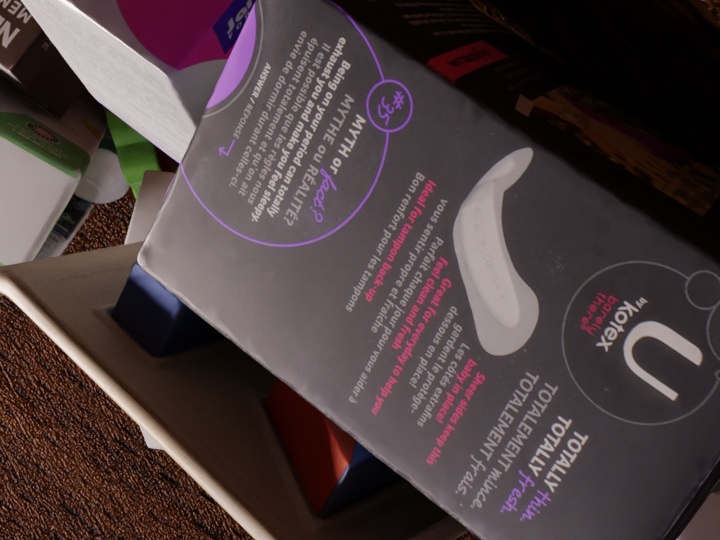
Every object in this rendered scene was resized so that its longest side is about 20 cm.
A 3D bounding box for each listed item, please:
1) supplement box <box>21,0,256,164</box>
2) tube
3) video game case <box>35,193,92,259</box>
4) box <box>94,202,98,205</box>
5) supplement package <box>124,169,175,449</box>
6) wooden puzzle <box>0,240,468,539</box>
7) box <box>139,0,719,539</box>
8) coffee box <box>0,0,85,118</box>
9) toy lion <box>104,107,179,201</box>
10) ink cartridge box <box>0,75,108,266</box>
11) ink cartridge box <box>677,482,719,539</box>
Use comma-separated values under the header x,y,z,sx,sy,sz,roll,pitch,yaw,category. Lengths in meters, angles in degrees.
x,y,z,sx,sy,sz,roll,pitch,yaw,category
-0.075,-0.118,0.616,0.103,0.101,0.200,37,173,10,supplement box
-0.197,-0.133,1.092,0.077,0.050,0.200,47,-156,-32,tube
-0.290,-0.066,0.945,0.199,0.023,0.182,31,-165,-9,video game case
-0.286,-0.173,1.253,0.200,0.122,0.106,37,173,10,box
-0.086,0.039,0.906,0.117,0.117,0.200,9,152,4,supplement package
-0.020,0.031,0.550,0.200,0.046,0.185,35,-154,24,wooden puzzle
0.046,-0.002,0.469,0.200,0.123,0.106,37,-155,18,box
-0.236,-0.200,0.851,0.200,0.115,0.080,37,174,16,coffee box
-0.146,-0.102,1.019,0.200,0.068,0.192,-91,-12,-65,toy lion
-0.249,-0.091,0.893,0.145,0.088,0.200,30,-164,-13,ink cartridge box
0.116,0.053,0.638,0.146,0.085,0.200,25,150,58,ink cartridge box
